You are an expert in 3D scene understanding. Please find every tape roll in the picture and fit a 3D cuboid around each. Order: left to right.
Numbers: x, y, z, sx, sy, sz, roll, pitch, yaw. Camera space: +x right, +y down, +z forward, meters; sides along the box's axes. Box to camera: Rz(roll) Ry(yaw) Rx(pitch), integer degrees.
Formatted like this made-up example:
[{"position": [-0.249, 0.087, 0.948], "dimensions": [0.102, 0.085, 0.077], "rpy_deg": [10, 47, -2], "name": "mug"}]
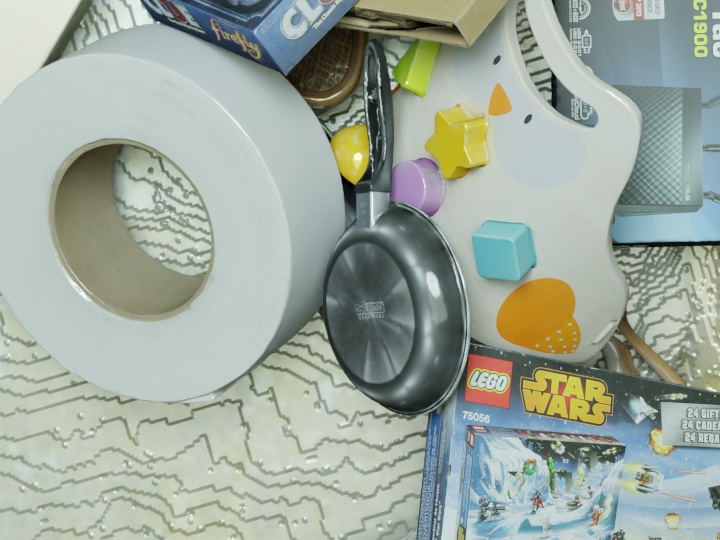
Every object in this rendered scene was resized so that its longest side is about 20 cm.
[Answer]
[{"position": [-0.110, -0.031, 1.503], "dimensions": [0.202, 0.071, 0.203], "rpy_deg": [10, 113, 23], "name": "tape roll"}]

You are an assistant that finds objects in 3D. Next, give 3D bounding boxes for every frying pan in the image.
[{"position": [0.020, -0.014, 1.431], "dimensions": [0.031, 0.115, 0.191], "rpy_deg": [-9, 115, -37], "name": "frying pan"}]

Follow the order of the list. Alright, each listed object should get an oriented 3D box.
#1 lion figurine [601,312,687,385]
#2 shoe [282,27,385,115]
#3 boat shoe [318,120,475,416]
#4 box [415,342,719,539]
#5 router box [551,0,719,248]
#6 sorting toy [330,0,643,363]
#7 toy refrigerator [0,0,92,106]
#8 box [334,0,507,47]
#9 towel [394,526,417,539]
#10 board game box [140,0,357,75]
[{"position": [0.145, 0.124, 1.539], "dimensions": [0.122, 0.072, 0.200], "rpy_deg": [28, 91, -2], "name": "lion figurine"}, {"position": [-0.005, -0.181, 1.542], "dimensions": [0.070, 0.053, 0.201], "rpy_deg": [15, 79, 11], "name": "shoe"}, {"position": [0.002, -0.002, 1.543], "dimensions": [0.074, 0.066, 0.200], "rpy_deg": [-28, 91, 3], "name": "boat shoe"}, {"position": [0.129, 0.124, 1.476], "dimensions": [0.199, 0.040, 0.137], "rpy_deg": [12, 75, -20], "name": "box"}, {"position": [0.181, -0.112, 1.530], "dimensions": [0.149, 0.062, 0.201], "rpy_deg": [-2, 92, 2], "name": "router box"}, {"position": [0.080, -0.075, 1.440], "dimensions": [0.107, 0.180, 0.200], "rpy_deg": [-9, 61, -33], "name": "sorting toy"}, {"position": [-0.198, -0.151, 1.547], "dimensions": [0.076, 0.070, 0.200], "rpy_deg": [30, 96, -2], "name": "toy refrigerator"}, {"position": [0.062, -0.202, 1.443], "dimensions": [0.200, 0.163, 0.021], "rpy_deg": [-50, 125, -18], "name": "box"}, {"position": [0.035, 0.215, 1.532], "dimensions": [0.200, 0.034, 0.133], "rpy_deg": [-31, 97, 27], "name": "towel"}, {"position": [-0.017, -0.199, 1.458], "dimensions": [0.200, 0.135, 0.035], "rpy_deg": [-47, 127, -13], "name": "board game box"}]
